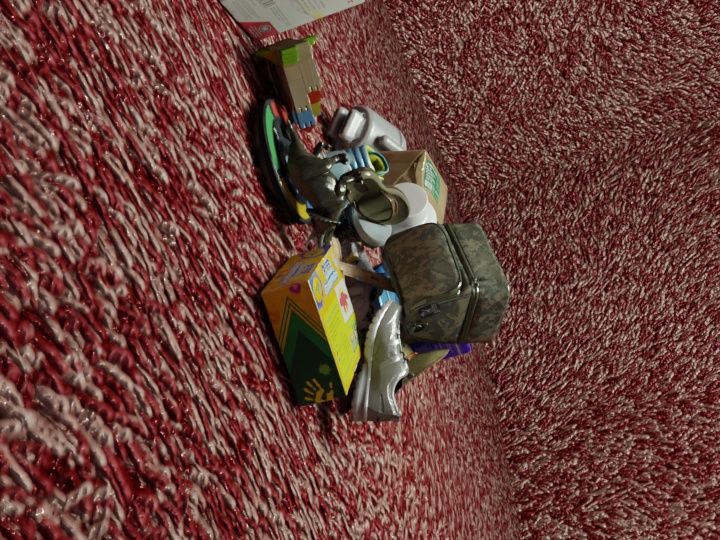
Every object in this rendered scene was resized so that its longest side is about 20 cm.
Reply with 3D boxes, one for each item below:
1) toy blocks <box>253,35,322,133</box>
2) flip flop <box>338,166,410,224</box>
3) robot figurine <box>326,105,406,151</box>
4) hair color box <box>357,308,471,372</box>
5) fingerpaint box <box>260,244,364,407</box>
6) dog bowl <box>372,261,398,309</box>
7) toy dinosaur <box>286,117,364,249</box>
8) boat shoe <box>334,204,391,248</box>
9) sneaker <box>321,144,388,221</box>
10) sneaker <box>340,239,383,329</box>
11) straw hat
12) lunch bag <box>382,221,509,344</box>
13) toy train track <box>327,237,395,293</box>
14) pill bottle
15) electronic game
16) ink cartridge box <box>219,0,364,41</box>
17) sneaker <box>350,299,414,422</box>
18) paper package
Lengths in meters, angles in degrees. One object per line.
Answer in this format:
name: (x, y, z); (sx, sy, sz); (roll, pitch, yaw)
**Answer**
toy blocks: (-0.104, -0.302, 1.412); (0.200, 0.099, 0.137); (-132, -156, -68)
flip flop: (0.027, -0.110, 1.417); (0.200, 0.081, 0.058); (38, 27, -63)
robot figurine: (0.019, -0.269, 1.809); (0.200, 0.169, 0.113); (28, 89, -46)
hair color box: (0.086, 0.111, 1.520); (0.110, 0.199, 0.065); (-93, 161, -48)
fingerpaint box: (-0.063, 0.072, 1.217); (0.200, 0.073, 0.168); (-66, 140, -73)
dog bowl: (0.034, 0.055, 1.709); (0.200, 0.049, 0.112); (-63, 136, -71)
toy dinosaur: (-0.063, -0.138, 1.293); (0.102, 0.077, 0.201); (-34, 103, -35)
boat shoe: (0.000, -0.074, 1.555); (0.071, 0.091, 0.201); (22, 26, -19)
sneaker: (-0.015, -0.141, 1.477); (0.200, 0.130, 0.080); (88, -15, -67)
sneaker: (-0.022, 0.026, 1.462); (0.115, 0.075, 0.200); (60, 23, -16)
straw hat: (0.043, 0.141, 1.397); (0.085, 0.200, 0.201); (59, 13, 2)
lunch bag: (0.131, 0.021, 1.410); (0.201, 0.167, 0.140); (-106, -162, -44)
toy train track: (0.000, 0.000, 1.412); (0.199, 0.032, 0.115); (19, 53, -43)
pill bottle: (0.091, -0.072, 1.643); (0.200, 0.111, 0.113); (82, 1, -54)
electronic game: (-0.115, -0.169, 1.350); (0.200, 0.041, 0.201); (-16, 90, -77)
ink cartridge box: (-0.115, -0.482, 1.358); (0.145, 0.199, 0.145); (37, 39, -70)
sneaker: (0.042, 0.140, 1.295); (0.075, 0.082, 0.201); (94, 9, -62)
paper package: (0.067, -0.160, 1.766); (0.200, 0.190, 0.104); (42, 49, -66)
